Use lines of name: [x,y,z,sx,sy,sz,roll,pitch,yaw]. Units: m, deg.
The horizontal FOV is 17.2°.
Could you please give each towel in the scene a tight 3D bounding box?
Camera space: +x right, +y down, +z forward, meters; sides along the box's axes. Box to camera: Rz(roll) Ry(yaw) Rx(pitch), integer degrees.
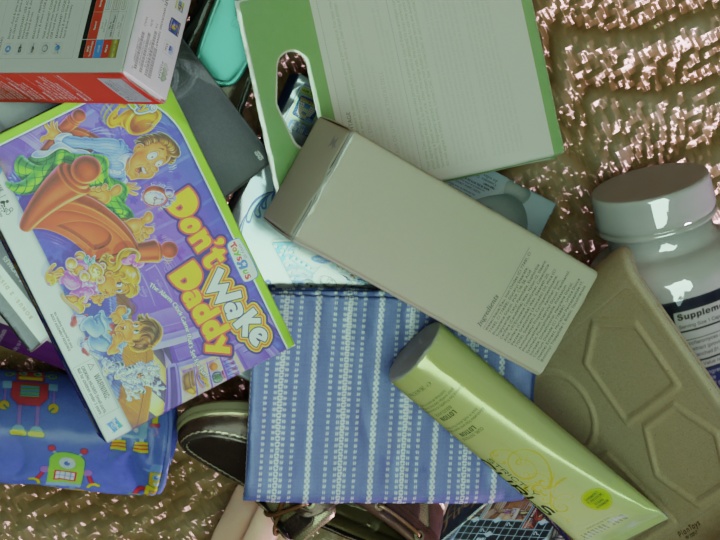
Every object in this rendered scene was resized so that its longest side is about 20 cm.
towel: [0.022,0.083,1.577,0.199,0.024,0.145,2,95,-14]

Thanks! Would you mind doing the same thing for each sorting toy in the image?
sorting toy: [0.182,0.105,1.584,0.036,0.185,0.200,-21,76,-38]

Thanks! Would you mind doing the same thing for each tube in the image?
tube: [0.108,0.115,1.559,0.200,0.058,0.052,41,89,-14]

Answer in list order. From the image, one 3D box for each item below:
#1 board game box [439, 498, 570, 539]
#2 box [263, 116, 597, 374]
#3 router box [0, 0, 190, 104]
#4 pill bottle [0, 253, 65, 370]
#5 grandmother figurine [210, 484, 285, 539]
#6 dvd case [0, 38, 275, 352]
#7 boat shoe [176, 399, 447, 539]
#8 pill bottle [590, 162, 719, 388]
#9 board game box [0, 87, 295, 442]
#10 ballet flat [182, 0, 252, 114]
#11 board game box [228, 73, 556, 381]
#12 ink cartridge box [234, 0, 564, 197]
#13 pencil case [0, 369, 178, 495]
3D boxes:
board game box: [0.067,0.249,1.685,0.200,0.035,0.136,-40,113,2]
box: [0.045,-0.015,1.510,0.200,0.068,0.082,30,91,-23]
router box: [-0.180,-0.203,1.451,0.179,0.049,0.201,4,73,32]
pill bottle: [-0.216,-0.003,1.560,0.199,0.112,0.113,22,101,-11]
grandmother figurine: [-0.096,0.236,1.665,0.121,0.061,0.200,22,99,-4]
dvd case: [-0.176,-0.068,1.502,0.200,0.016,0.149,-39,98,-8]
boat shoe: [-0.033,0.148,1.600,0.200,0.072,0.072,24,144,-19]
pill bottle: [0.217,0.034,1.616,0.111,0.111,0.201,-15,106,-2]
board game box: [-0.145,-0.013,1.478,0.134,0.045,0.200,-28,98,-11]
ballet flat: [-0.104,-0.118,1.560,0.068,0.068,0.200,32,91,-9]
board game box: [0.000,0.000,1.602,0.200,0.043,0.199,26,88,-12]
ink cartridge box: [0.023,-0.125,1.553,0.199,0.048,0.146,-13,93,-14]
pencil case: [-0.224,0.112,1.607,0.199,0.078,0.087,3,125,-7]
